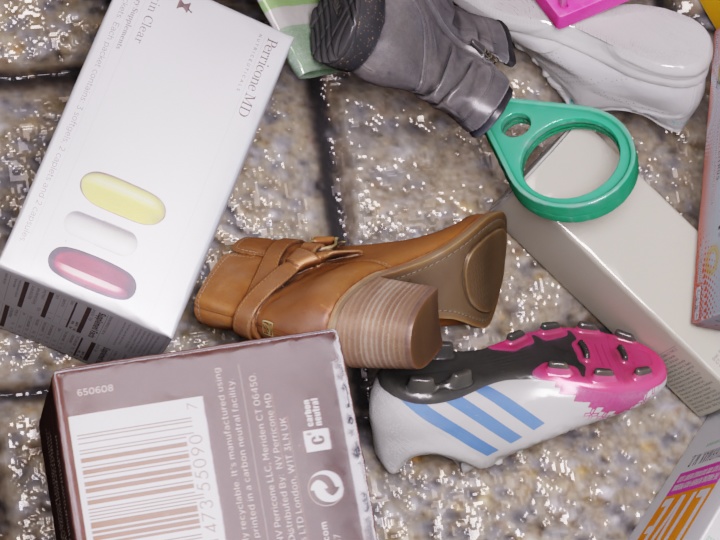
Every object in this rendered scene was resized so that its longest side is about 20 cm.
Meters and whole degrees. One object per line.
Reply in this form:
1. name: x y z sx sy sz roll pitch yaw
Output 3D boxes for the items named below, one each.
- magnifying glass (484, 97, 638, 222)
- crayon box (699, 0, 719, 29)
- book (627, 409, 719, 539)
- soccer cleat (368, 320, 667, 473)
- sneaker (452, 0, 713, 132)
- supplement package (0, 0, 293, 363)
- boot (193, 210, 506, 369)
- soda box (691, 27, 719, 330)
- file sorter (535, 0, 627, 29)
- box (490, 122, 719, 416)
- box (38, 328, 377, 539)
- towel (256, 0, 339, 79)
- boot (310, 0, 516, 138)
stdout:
1. magnifying glass: 0.095 -0.094 1.389 0.080 0.022 0.200 -44 51 -15
2. crayon box: 0.318 -0.134 1.455 0.058 0.119 0.201 -28 85 -19
3. book: 0.211 0.164 1.358 0.048 0.134 0.201 35 73 -2
4. soccer cleat: 0.098 0.085 1.389 0.198 0.087 0.070 -3 34 -17
5. sneaker: 0.135 -0.149 1.446 0.199 0.089 0.075 28 55 19
6. supplement package: -0.137 -0.054 1.318 0.110 0.156 0.201 22 74 -7
7. boot: 0.000 0.000 1.375 0.154 0.200 0.074 9 110 25
8. soda box: 0.257 -0.062 1.367 0.063 0.068 0.202 9 78 -15
9. file sorter: 0.140 -0.288 1.410 0.138 0.126 0.201 -24 59 -16
10. box: 0.183 0.000 1.417 0.200 0.082 0.068 45 73 -1
11. box: -0.092 0.139 1.260 0.163 0.200 0.167 -9 81 -12
12. towel: -0.058 -0.214 1.390 0.023 0.152 0.201 -32 85 24
13. boot: 0.034 -0.178 1.383 0.131 0.070 0.201 23 50 -27
